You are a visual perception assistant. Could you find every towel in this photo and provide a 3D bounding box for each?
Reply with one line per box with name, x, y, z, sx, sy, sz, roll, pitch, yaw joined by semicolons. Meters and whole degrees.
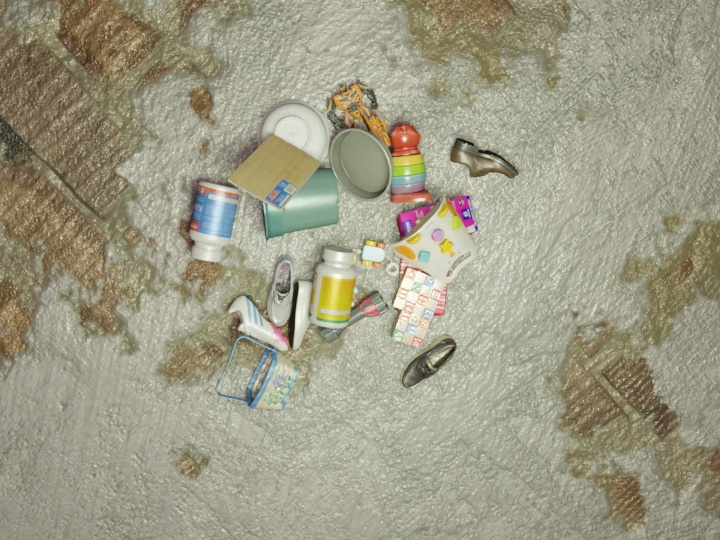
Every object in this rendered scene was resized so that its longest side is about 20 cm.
towel;0.179;0.026;1.593;0.143;0.022;0.202;5;95;-3

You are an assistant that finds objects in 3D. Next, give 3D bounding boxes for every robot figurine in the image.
robot figurine;-0.003;-0.407;1.503;0.144;0.058;0.201;-30;99;-1

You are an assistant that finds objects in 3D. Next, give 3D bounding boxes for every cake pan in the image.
cake pan;0.007;-0.282;1.474;0.037;0.200;0.201;-40;101;-42

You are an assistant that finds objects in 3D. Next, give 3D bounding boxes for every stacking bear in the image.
stacking bear;0.124;-0.288;1.488;0.113;0.122;0.202;-6;104;3

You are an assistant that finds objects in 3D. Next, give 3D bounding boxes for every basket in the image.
basket;-0.277;0.286;1.533;0.199;0.139;0.178;22;95;-15

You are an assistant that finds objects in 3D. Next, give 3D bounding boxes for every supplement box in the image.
supplement box;0.207;-0.126;1.528;0.198;0.103;0.102;-16;88;-1

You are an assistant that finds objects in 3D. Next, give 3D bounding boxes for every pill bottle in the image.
pill bottle;-0.071;0.042;1.483;0.112;0.113;0.202;8;100;-5
pill bottle;-0.393;-0.129;1.484;0.111;0.112;0.202;12;96;-6

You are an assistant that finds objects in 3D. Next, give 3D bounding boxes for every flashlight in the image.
flashlight;-0.018;0.134;1.574;0.199;0.068;0.068;-33;108;5

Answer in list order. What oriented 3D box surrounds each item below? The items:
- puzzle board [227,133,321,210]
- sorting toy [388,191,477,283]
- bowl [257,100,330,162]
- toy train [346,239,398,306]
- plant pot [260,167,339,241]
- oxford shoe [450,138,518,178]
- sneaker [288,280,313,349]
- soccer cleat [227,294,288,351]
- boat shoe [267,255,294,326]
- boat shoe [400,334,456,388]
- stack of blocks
puzzle board;-0.208;-0.242;1.370;0.150;0.017;0.201;30;54;3
sorting toy;0.211;-0.066;1.441;0.200;0.107;0.180;-45;109;-3
bowl;-0.179;-0.355;1.482;0.199;0.090;0.203;0;97;-4
toy train;0.000;0.000;1.562;0.199;0.056;0.151;-28;100;3
plant pot;-0.162;-0.186;1.463;0.194;0.200;0.202;-6;98;-11
oxford shoe;0.341;-0.292;1.547;0.198;0.073;0.085;21;111;-4
sneaker;-0.150;0.129;1.557;0.084;0.073;0.202;4;107;-24
soccer cleat;-0.287;0.161;1.543;0.086;0.070;0.200;-42;92;-27
boat shoe;-0.217;0.061;1.543;0.071;0.069;0.202;14;99;-7
boat shoe;0.196;0.267;1.603;0.200;0.065;0.072;-41;100;2
stack of blocks;0.146;0.102;1.558;0.114;0.059;0.202;20;94;-3
